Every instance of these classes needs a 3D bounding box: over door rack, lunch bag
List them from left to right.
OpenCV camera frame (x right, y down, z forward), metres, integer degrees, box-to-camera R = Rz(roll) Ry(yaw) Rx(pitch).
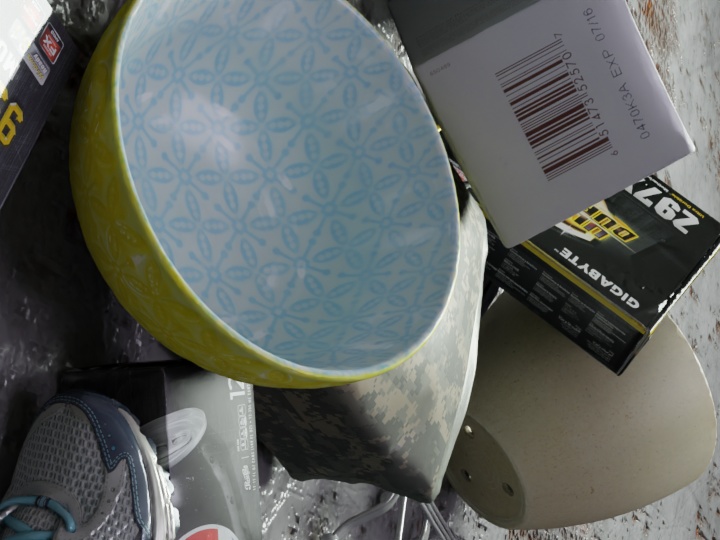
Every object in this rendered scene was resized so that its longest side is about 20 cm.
[{"bbox_3d":[0.000,0.000,0.809,0.164,0.117,0.201,55,48,-51],"label":"lunch bag"},{"bbox_3d":[0.027,0.224,0.924,0.148,0.066,0.201,61,19,-48],"label":"over door rack"}]

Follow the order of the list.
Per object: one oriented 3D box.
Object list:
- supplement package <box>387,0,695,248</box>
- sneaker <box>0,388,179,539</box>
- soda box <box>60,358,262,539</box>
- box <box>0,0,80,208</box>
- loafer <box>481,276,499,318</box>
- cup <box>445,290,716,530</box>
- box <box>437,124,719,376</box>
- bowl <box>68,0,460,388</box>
[{"bbox_3d":[0.097,-0.116,0.841,0.117,0.117,0.200,60,7,-19],"label":"supplement package"},{"bbox_3d":[-0.133,0.145,0.587,0.086,0.077,0.201,26,68,-59],"label":"sneaker"},{"bbox_3d":[-0.087,0.142,0.660,0.063,0.070,0.201,-2,88,-55],"label":"soda box"},{"bbox_3d":[-0.186,-0.084,0.483,0.200,0.048,0.159,62,38,-47],"label":"box"},{"bbox_3d":[0.081,-0.035,1.038,0.200,0.072,0.063,-61,138,-40],"label":"loafer"},{"bbox_3d":[0.136,0.108,1.058,0.143,0.200,0.201,-31,125,-27],"label":"cup"},{"bbox_3d":[0.138,-0.038,0.996,0.160,0.200,0.049,-38,162,-49],"label":"box"},{"bbox_3d":[-0.060,-0.032,0.659,0.200,0.107,0.201,23,56,-38],"label":"bowl"}]
